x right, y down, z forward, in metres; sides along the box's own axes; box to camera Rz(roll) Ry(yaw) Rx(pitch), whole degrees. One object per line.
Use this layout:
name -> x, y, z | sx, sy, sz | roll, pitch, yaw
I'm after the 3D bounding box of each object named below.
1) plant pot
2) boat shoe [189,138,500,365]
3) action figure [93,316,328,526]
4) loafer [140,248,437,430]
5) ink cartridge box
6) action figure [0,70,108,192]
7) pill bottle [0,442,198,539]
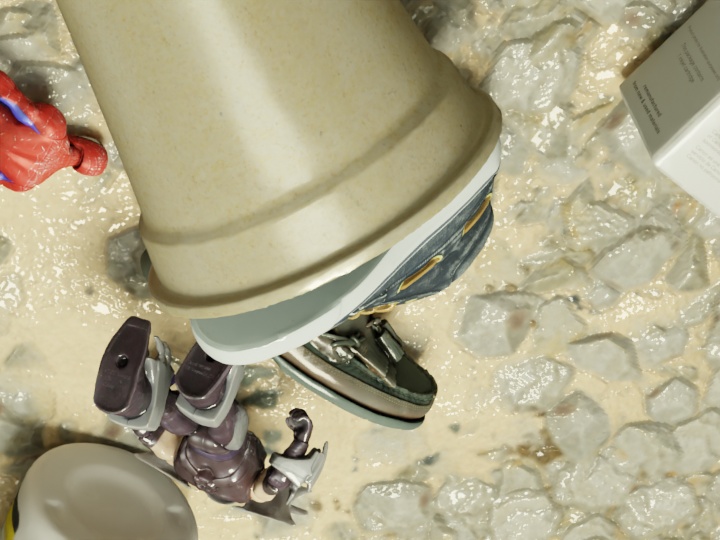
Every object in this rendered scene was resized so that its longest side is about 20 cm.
plant pot -> -0.058, -0.110, 0.866 | 0.199, 0.201, 0.184 | -25, 112, 10
boat shoe -> 0.000, 0.000, 0.953 | 0.200, 0.071, 0.091 | -37, 150, -17
action figure -> -0.085, 0.089, 1.023 | 0.129, 0.070, 0.200 | 10, 157, 13
loafer -> -0.029, 0.025, 1.019 | 0.199, 0.072, 0.063 | 30, 110, -22
ink cartridge box -> 0.262, -0.108, 0.949 | 0.147, 0.086, 0.200 | 35, 113, -28
action figure -> -0.223, -0.089, 0.930 | 0.199, 0.052, 0.066 | 22, 125, -25
pill bottle -> -0.187, 0.215, 1.101 | 0.113, 0.115, 0.201 | 19, 121, -18
